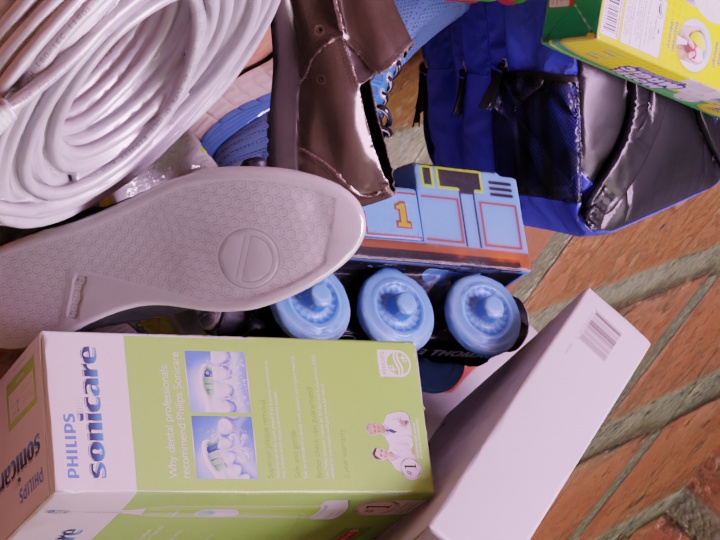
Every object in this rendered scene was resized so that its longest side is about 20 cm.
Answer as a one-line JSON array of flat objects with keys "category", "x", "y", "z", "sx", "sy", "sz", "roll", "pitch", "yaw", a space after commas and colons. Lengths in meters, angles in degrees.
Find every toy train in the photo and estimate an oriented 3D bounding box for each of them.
[{"category": "toy train", "x": 0.000, "y": 0.000, "z": 1.406, "sx": 0.200, "sy": 0.115, "sz": 0.087, "roll": 4, "pitch": 155, "yaw": -30}]

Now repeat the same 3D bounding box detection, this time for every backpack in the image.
[{"category": "backpack", "x": 0.117, "y": -0.139, "z": 1.565, "sx": 0.162, "sy": 0.167, "sz": 0.201, "roll": -27, "pitch": 120, "yaw": -51}]

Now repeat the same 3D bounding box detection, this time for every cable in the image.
[{"category": "cable", "x": -0.121, "y": -0.105, "z": 1.218, "sx": 0.200, "sy": 0.069, "sz": 0.200, "roll": -47, "pitch": 164, "yaw": -1}]

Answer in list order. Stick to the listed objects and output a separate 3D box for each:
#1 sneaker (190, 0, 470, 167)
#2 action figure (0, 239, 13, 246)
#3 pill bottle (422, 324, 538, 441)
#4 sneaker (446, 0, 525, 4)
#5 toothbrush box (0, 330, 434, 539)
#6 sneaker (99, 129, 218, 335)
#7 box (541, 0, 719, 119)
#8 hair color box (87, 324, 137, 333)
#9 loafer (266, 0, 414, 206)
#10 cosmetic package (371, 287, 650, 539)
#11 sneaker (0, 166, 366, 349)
[{"category": "sneaker", "x": -0.007, "y": -0.093, "z": 1.482, "sx": 0.200, "sy": 0.089, "sz": 0.079, "roll": -42, "pitch": 164, "yaw": -15}, {"category": "action figure", "x": -0.235, "y": 0.040, "z": 1.308, "sx": 0.200, "sy": 0.052, "sz": 0.065, "roll": -24, "pitch": 156, "yaw": -49}, {"category": "pill bottle", "x": 0.008, "y": 0.021, "z": 1.584, "sx": 0.111, "sy": 0.200, "sz": 0.111, "roll": -42, "pitch": 163, "yaw": -16}, {"category": "sneaker", "x": 0.036, "y": -0.202, "z": 1.406, "sx": 0.200, "sy": 0.077, "sz": 0.084, "roll": 27, "pitch": 67, "yaw": -64}, {"category": "toothbrush box", "x": -0.084, "y": 0.095, "z": 1.338, "sx": 0.199, "sy": 0.086, "sz": 0.146, "roll": 1, "pitch": 159, "yaw": -24}, {"category": "sneaker", "x": -0.117, "y": -0.014, "z": 1.439, "sx": 0.076, "sy": 0.105, "sz": 0.200, "roll": -42, "pitch": 133, "yaw": -26}, {"category": "box", "x": 0.190, "y": -0.155, "z": 1.488, "sx": 0.200, "sy": 0.048, "sz": 0.118, "roll": 18, "pitch": 78, "yaw": -40}, {"category": "hair color box", "x": -0.083, "y": 0.111, "z": 1.563, "sx": 0.109, "sy": 0.200, "sz": 0.065, "roll": -27, "pitch": 155, "yaw": -48}, {"category": "loafer", "x": -0.007, "y": -0.122, "z": 1.318, "sx": 0.073, "sy": 0.071, "sz": 0.201, "roll": -61, "pitch": 152, "yaw": -72}, {"category": "cosmetic package", "x": 0.057, "y": 0.116, "z": 1.387, "sx": 0.151, "sy": 0.052, "sz": 0.200, "roll": -43, "pitch": -173, "yaw": 47}, {"category": "sneaker", "x": -0.091, "y": -0.013, "z": 1.308, "sx": 0.199, "sy": 0.071, "sz": 0.099, "roll": -14, "pitch": -173, "yaw": 10}]
